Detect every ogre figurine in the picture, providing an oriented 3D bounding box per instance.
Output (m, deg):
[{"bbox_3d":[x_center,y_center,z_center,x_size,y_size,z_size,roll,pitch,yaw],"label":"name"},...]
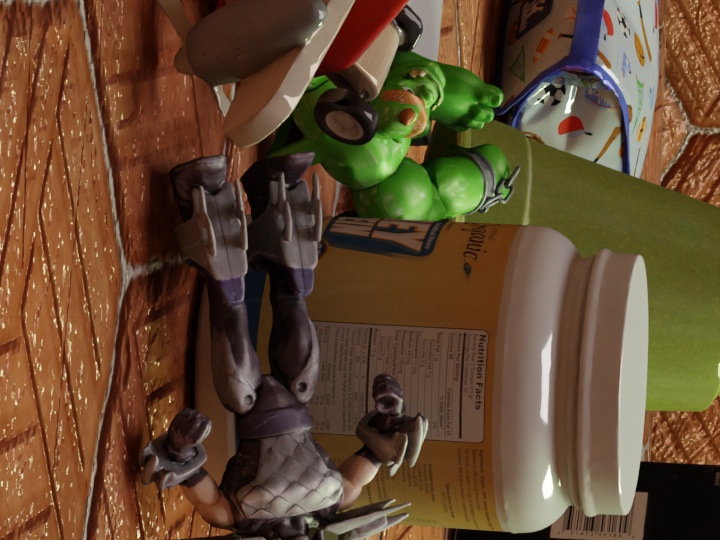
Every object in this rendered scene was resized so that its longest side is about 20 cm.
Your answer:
[{"bbox_3d":[0.007,-0.092,1.518,0.120,0.097,0.201,-60,144,-46],"label":"ogre figurine"}]

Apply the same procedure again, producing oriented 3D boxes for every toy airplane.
[{"bbox_3d":[-0.010,-0.155,1.316,0.200,0.141,0.200,-57,-171,11],"label":"toy airplane"}]

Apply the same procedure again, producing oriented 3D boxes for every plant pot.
[{"bbox_3d":[0.128,0.008,1.798,0.200,0.189,0.202,-171,-90,-84],"label":"plant pot"}]

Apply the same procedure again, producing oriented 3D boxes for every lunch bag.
[{"bbox_3d":[0.166,-0.155,2.277,0.201,0.123,0.171,90,9,-55],"label":"lunch bag"}]

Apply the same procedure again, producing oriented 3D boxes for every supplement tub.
[{"bbox_3d":[0.031,0.049,1.417,0.145,0.198,0.146,3,90,-79],"label":"supplement tub"}]

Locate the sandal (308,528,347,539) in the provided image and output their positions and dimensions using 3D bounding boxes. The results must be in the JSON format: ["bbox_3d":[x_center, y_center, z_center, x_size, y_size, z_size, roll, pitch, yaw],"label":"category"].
[{"bbox_3d":[0.008,0.056,1.549,0.081,0.055,0.201,8,118,-45],"label":"sandal"}]

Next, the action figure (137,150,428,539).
[{"bbox_3d":[-0.041,0.051,1.308,0.069,0.129,0.201,-16,-98,60],"label":"action figure"}]

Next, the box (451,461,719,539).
[{"bbox_3d":[0.174,0.245,2.214,0.124,0.198,0.199,-76,166,-45],"label":"box"}]

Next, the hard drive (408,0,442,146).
[{"bbox_3d":[0.030,-0.191,1.811,0.132,0.026,0.201,58,36,-71],"label":"hard drive"}]

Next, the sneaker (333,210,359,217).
[{"bbox_3d":[0.000,0.000,1.625,0.200,0.073,0.081,76,8,-72],"label":"sneaker"}]
